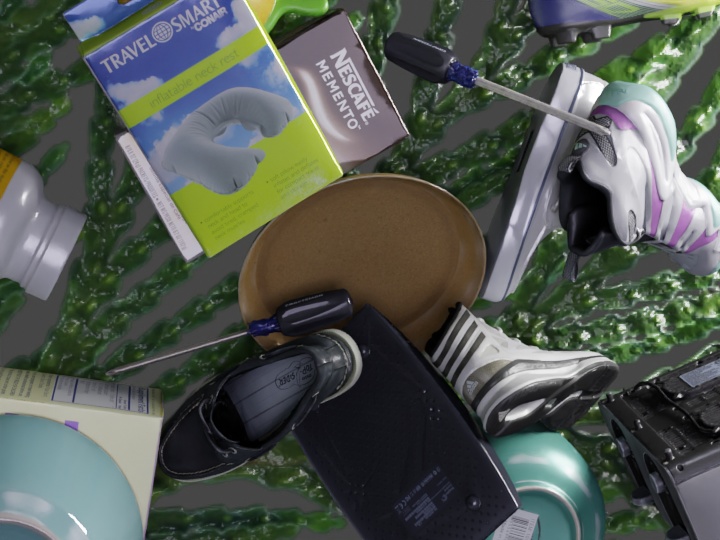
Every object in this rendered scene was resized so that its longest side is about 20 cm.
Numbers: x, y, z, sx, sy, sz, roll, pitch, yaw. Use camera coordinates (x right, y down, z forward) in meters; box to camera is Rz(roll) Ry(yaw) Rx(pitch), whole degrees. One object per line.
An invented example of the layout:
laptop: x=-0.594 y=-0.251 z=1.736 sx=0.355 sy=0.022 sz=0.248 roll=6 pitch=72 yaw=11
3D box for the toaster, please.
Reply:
toaster: x=0.314 y=0.139 z=1.254 sx=0.199 sy=0.181 sz=0.119 roll=-23 pitch=107 yaw=-5

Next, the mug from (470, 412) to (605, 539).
mug: x=0.131 y=0.214 z=1.270 sx=0.151 sy=0.114 sz=0.186 roll=-30 pitch=102 yaw=-3

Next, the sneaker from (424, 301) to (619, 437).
sneaker: x=0.127 y=0.066 z=1.246 sx=0.115 sy=0.200 sz=0.076 roll=47 pitch=114 yaw=25

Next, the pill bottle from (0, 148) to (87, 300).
pill bottle: x=-0.311 y=-0.054 z=1.167 sx=0.199 sy=0.104 sz=0.105 roll=27 pitch=95 yaw=-12

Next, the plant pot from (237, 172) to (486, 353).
plant pot: x=0.000 y=0.000 z=1.222 sx=0.198 sy=0.028 sz=0.201 roll=-8 pitch=130 yaw=-10

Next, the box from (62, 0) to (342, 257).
box: x=-0.111 y=-0.125 z=1.114 sx=0.121 sy=0.048 sz=0.201 roll=-32 pitch=115 yaw=-2

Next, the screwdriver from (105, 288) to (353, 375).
screwdriver: x=-0.102 y=0.049 z=1.203 sx=0.198 sy=0.029 sz=0.028 roll=-13 pitch=141 yaw=0

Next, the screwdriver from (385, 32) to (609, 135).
screwdriver: x=0.101 y=-0.141 z=1.187 sx=0.199 sy=0.029 sz=0.028 roll=26 pitch=91 yaw=31

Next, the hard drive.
hard drive: x=0.032 y=0.140 z=1.214 sx=0.135 sy=0.042 sz=0.200 roll=-47 pitch=67 yaw=24

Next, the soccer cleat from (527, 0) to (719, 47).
soccer cleat: x=0.230 y=-0.234 z=1.238 sx=0.198 sy=0.065 sz=0.084 roll=-12 pitch=94 yaw=-7

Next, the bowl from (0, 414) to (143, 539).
bowl: x=-0.257 y=0.216 z=1.122 sx=0.199 sy=0.105 sz=0.203 roll=-2 pitch=101 yaw=-8

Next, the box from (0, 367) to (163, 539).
box: x=-0.265 y=0.174 z=1.216 sx=0.198 sy=0.097 sz=0.177 roll=8 pitch=98 yaw=-9

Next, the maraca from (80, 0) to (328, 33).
maraca: x=-0.113 y=-0.221 z=1.169 sx=0.199 sy=0.107 sz=0.138 roll=-22 pitch=86 yaw=-13

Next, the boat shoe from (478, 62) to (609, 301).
boat shoe: x=0.154 y=-0.063 z=1.249 sx=0.065 sy=0.074 sz=0.201 roll=20 pitch=97 yaw=-7

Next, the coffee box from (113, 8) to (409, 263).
coffee box: x=-0.077 y=-0.107 z=1.204 sx=0.199 sy=0.080 sz=0.114 roll=-30 pitch=102 yaw=-2

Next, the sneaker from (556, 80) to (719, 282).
sneaker: x=0.209 y=-0.034 z=1.225 sx=0.140 sy=0.077 sz=0.200 roll=-50 pitch=123 yaw=-21

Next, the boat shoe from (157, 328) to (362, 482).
boat shoe: x=-0.092 y=0.111 z=1.215 sx=0.198 sy=0.066 sz=0.075 roll=-27 pitch=85 yaw=21
